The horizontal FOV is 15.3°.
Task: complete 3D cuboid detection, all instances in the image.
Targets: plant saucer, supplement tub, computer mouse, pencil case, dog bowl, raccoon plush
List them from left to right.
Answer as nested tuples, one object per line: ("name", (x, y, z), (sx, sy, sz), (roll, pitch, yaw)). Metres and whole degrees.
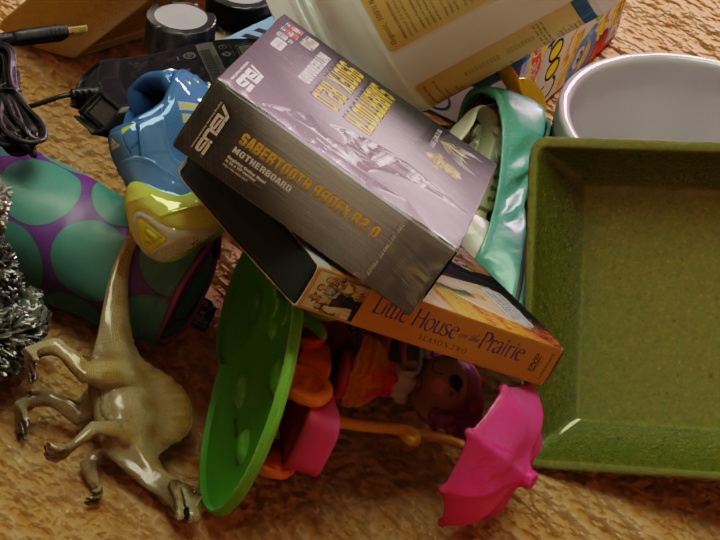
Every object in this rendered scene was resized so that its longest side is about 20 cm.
("raccoon plush", (-0.238, 0.009, 1.513), (0.096, 0.134, 0.200), (-8, 34, 7))
("pencil case", (-0.181, -0.027, 1.647), (0.199, 0.085, 0.093), (25, 56, 14))
("computer mouse", (-0.146, -0.115, 1.682), (0.199, 0.046, 0.141), (-13, 36, -18))
("plant saucer", (-0.124, -0.210, 1.869), (0.200, 0.200, 0.049), (-23, 85, -40))
("supplement tub", (0.050, -0.188, 1.702), (0.199, 0.145, 0.145), (-28, 38, 9))
("plant saucer", (0.199, 0.023, 1.604), (0.199, 0.201, 0.048), (3, 3, 18))
("dog bowl", (0.217, -0.057, 1.732), (0.199, 0.079, 0.200), (8, 33, -5))

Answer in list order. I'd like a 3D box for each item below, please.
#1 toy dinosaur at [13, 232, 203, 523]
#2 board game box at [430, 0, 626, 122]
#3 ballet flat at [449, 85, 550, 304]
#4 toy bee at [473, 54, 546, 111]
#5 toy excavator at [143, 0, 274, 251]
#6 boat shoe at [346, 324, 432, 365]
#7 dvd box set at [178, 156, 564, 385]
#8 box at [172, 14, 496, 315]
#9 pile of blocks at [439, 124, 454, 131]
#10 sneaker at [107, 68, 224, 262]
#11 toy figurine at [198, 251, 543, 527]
("toy dinosaur", (-0.147, 0.069, 1.548), (0.101, 0.058, 0.201), (-2, 59, -25))
("board game box", (0.115, -0.194, 1.961), (0.103, 0.105, 0.200), (27, 38, 17))
("ballet flat", (0.070, -0.035, 1.667), (0.070, 0.067, 0.201), (27, 51, -20))
("toy bee", (0.072, -0.140, 1.813), (0.131, 0.200, 0.109), (38, 36, 0))
("toy excavator", (-0.066, -0.094, 1.752), (0.200, 0.100, 0.194), (28, 37, 27))
("boat shoe", (0.000, 0.000, 1.682), (0.065, 0.073, 0.200), (3, 36, -23))
("dvd box set", (0.007, -0.005, 1.517), (0.200, 0.029, 0.146), (19, 19, -41))
("box", (-0.009, -0.064, 1.492), (0.158, 0.048, 0.200), (35, 18, -1))
("pile of blocks", (0.069, -0.065, 1.793), (0.082, 0.062, 0.200), (8, 6, 42))
("sneaker", (-0.076, -0.085, 1.593), (0.200, 0.076, 0.105), (-34, 98, -51))
("toy figurine", (0.016, 0.076, 1.551), (0.183, 0.150, 0.200), (17, 30, -16))
